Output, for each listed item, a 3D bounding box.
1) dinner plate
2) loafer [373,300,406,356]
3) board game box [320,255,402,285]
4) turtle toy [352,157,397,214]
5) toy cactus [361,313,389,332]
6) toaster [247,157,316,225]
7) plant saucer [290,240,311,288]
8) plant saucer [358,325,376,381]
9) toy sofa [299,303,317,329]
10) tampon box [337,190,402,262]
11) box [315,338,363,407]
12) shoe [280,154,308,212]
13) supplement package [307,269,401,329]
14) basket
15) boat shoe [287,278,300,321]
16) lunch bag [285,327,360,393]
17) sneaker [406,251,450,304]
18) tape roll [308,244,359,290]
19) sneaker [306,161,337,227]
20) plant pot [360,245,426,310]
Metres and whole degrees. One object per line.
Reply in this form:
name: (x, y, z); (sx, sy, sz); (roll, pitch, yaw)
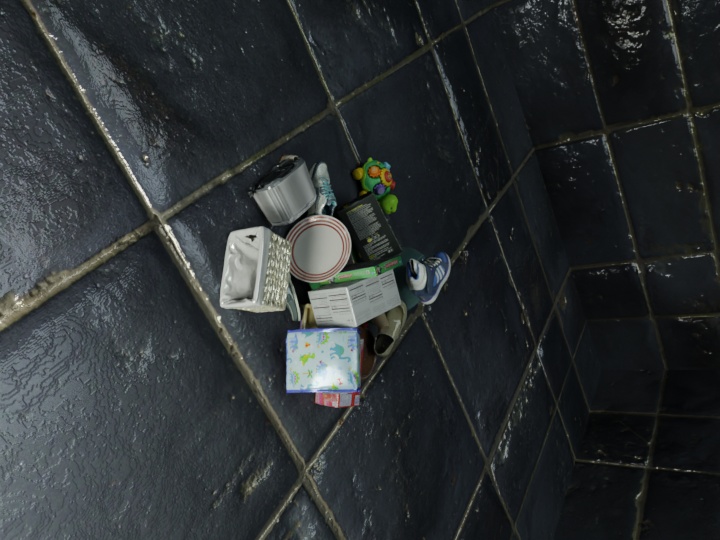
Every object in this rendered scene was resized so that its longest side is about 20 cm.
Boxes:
dinner plate: (-0.120, -0.060, 1.618); (0.024, 0.199, 0.201); (50, 43, -67)
loafer: (0.093, 0.187, 1.825); (0.068, 0.075, 0.201); (-41, 149, -76)
board game box: (0.000, 0.000, 1.613); (0.134, 0.199, 0.029); (-22, 100, -52)
turtle toy: (0.065, -0.287, 1.961); (0.146, 0.101, 0.201); (-32, 109, -49)
toy cactus: (0.032, 0.120, 1.780); (0.102, 0.165, 0.201); (-11, 137, -26)
toaster: (-0.210, -0.212, 1.586); (0.200, 0.113, 0.130); (-50, 125, -39)
plant saucer: (-0.116, -0.056, 1.744); (0.200, 0.037, 0.200); (-53, 124, -41)
plant saucer: (-0.006, 0.261, 1.834); (0.200, 0.034, 0.201); (10, 77, -51)
toy sofa: (-0.142, 0.199, 1.644); (0.082, 0.097, 0.201); (11, 74, -26)
tampon box: (0.025, -0.128, 1.796); (0.201, 0.126, 0.150); (63, 3, -10)
box: (-0.061, 0.293, 1.692); (0.099, 0.095, 0.201); (9, 83, -49)
shoe: (-0.167, -0.251, 1.696); (0.200, 0.053, 0.070); (60, 43, -26)
supplement package: (-0.014, 0.077, 1.603); (0.200, 0.155, 0.111); (-21, 99, -46)
basket: (-0.260, 0.004, 1.469); (0.123, 0.135, 0.201); (21, 68, -51)
boat shoe: (-0.214, 0.054, 1.596); (0.061, 0.073, 0.201); (-18, 110, -8)
lunch bag: (-0.099, 0.240, 1.534); (0.127, 0.199, 0.171); (76, 12, -78)
sneaker: (0.206, -0.011, 1.787); (0.147, 0.080, 0.201); (51, 53, -40)
tape roll: (-0.079, -0.008, 1.715); (0.200, 0.048, 0.202); (12, 75, -50)
sneaker: (-0.101, -0.216, 1.672); (0.077, 0.086, 0.201); (-5, 97, -43)
plant pot: (0.123, 0.032, 1.904); (0.196, 0.199, 0.197); (-42, 117, -47)
